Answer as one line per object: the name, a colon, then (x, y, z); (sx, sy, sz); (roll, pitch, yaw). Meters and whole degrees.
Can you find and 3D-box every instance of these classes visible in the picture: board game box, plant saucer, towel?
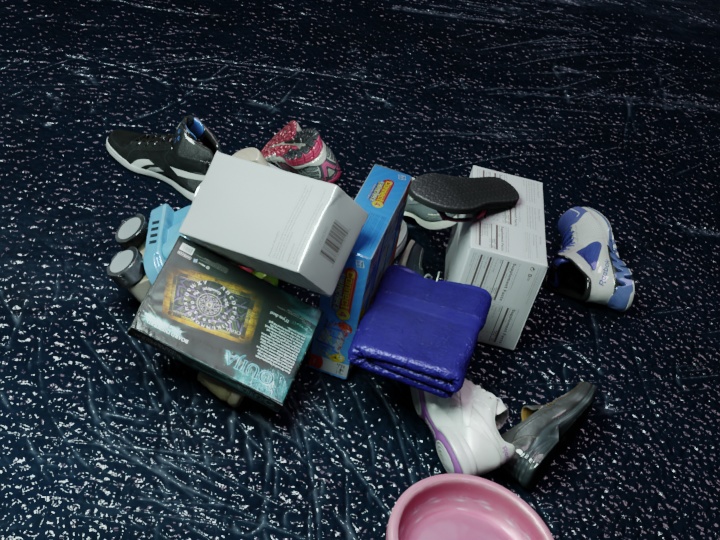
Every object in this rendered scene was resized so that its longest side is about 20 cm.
board game box: (0.000, 0.000, 1.363); (0.055, 0.198, 0.201); (17, 39, 8)
board game box: (-0.156, 0.062, 1.243); (0.198, 0.028, 0.137); (28, 59, -5)
plant saucer: (0.120, 0.316, 1.151); (0.197, 0.051, 0.202); (11, 38, -9)
towel: (0.076, 0.074, 1.307); (0.145, 0.050, 0.201); (15, 33, 10)

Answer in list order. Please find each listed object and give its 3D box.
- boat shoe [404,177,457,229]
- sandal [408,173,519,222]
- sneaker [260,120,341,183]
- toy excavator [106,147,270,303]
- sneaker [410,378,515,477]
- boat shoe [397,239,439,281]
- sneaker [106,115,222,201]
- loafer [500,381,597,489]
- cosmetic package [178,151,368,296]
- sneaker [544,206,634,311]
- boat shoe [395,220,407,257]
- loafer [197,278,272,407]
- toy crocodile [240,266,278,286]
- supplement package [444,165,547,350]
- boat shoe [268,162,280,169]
boat shoe: (0.083, -0.118, 1.600); (0.072, 0.063, 0.200); (-20, 25, -19)
sandal: (0.138, -0.091, 1.413); (0.198, 0.045, 0.075); (-5, 46, -45)
sneaker: (-0.095, -0.172, 1.614); (0.075, 0.081, 0.200); (47, -5, -26)
toy excavator: (-0.204, -0.052, 1.343); (0.197, 0.100, 0.196); (-22, 40, 16)
sneaker: (0.122, 0.167, 1.299); (0.098, 0.075, 0.202); (-16, 52, -11)
boat shoe: (0.069, 0.037, 1.447); (0.061, 0.076, 0.201); (15, 40, 0)
sneaker: (-0.282, -0.190, 1.555); (0.198, 0.113, 0.073); (27, 38, 12)
loafer: (0.235, 0.190, 1.332); (0.072, 0.074, 0.199); (31, 39, 24)
cosmetic package: (-0.105, -0.056, 1.235); (0.198, 0.114, 0.081); (20, -11, 37)
sneaker: (0.332, -0.023, 1.616); (0.113, 0.081, 0.201); (3, 42, -20)
boat shoe: (0.003, -0.047, 1.530); (0.198, 0.066, 0.072); (-25, 54, -40)
loafer: (-0.153, 0.076, 1.309); (0.067, 0.076, 0.201); (24, 37, -13)
toy crocodile: (-0.115, -0.026, 1.429); (0.199, 0.062, 0.067); (-39, 52, -16)
supplement package: (0.188, -0.020, 1.495); (0.109, 0.157, 0.201); (13, 38, -2)
boat shoe: (-0.102, -0.103, 1.566); (0.197, 0.069, 0.057); (25, 59, 10)
